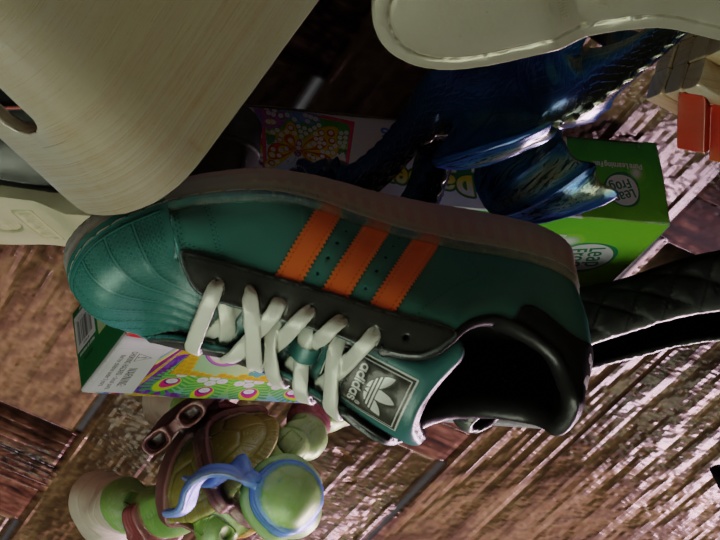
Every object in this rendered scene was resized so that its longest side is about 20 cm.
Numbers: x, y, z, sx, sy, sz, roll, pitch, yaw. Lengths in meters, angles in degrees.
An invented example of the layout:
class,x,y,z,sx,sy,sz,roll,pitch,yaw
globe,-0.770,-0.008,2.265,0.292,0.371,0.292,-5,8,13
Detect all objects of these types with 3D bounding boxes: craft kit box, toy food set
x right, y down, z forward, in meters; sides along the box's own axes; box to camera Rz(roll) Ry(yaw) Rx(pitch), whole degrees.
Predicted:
class,x,y,z,sx,sy,sz,roll,pitch,yaw
craft kit box,0.000,0.000,1.238,0.197,0.049,0.200,1,154,-23
toy food set,-0.076,-0.137,0.996,0.060,0.200,0.144,17,157,51

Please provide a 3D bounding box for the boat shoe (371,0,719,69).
class,x,y,z,sx,sy,sz,roll,pitch,yaw
boat shoe,0.100,-0.119,0.991,0.200,0.063,0.073,-8,133,2

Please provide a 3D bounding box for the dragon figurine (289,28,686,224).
class,x,y,z,sx,sy,sz,roll,pitch,yaw
dragon figurine,0.062,-0.054,1.080,0.200,0.100,0.059,-8,147,36

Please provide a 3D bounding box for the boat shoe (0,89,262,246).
class,x,y,z,sx,sy,sz,roll,pitch,yaw
boat shoe,-0.135,-0.045,1.109,0.201,0.063,0.074,7,164,15

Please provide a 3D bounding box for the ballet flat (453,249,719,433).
class,x,y,z,sx,sy,sz,roll,pitch,yaw
ballet flat,0.124,0.029,1.220,0.200,0.057,0.066,-10,159,-9

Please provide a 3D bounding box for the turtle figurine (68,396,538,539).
class,x,y,z,sx,sy,sz,roll,pitch,yaw
turtle figurine,-0.040,0.121,1.385,0.200,0.144,0.194,5,-176,-32

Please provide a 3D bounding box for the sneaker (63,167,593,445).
class,x,y,z,sx,sy,sz,roll,pitch,yaw
sneaker,-0.006,0.018,1.042,0.200,0.080,0.071,5,136,-19

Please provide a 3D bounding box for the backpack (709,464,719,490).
class,x,y,z,sx,sy,sz,roll,pitch,yaw
backpack,0.236,0.067,1.139,0.200,0.167,0.127,-2,124,-42

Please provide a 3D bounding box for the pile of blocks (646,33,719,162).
class,x,y,z,sx,sy,sz,roll,pitch,yaw
pile of blocks,0.183,-0.032,1.114,0.082,0.062,0.200,4,158,42
